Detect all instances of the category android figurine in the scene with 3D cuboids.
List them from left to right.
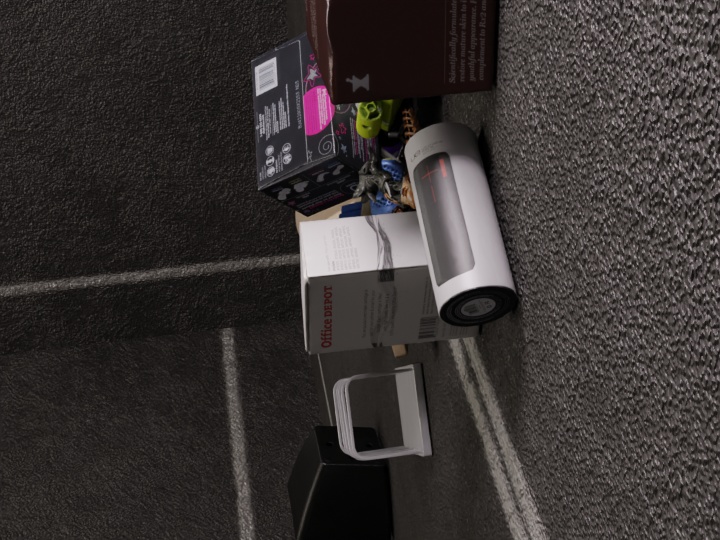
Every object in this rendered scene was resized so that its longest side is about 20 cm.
[{"bbox_3d":[0.042,-0.247,1.329,0.200,0.041,0.183,105,-173,-79],"label":"android figurine"}]

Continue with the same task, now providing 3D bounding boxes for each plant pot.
[{"bbox_3d":[-0.036,0.433,2.254,0.200,0.198,0.179,-108,25,-61],"label":"plant pot"}]

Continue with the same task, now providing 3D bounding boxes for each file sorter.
[{"bbox_3d":[0.031,0.228,1.735,0.200,0.123,0.140,133,130,-80],"label":"file sorter"}]

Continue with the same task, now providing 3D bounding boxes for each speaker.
[{"bbox_3d":[0.099,-0.049,1.105,0.081,0.080,0.201,96,167,-59],"label":"speaker"}]

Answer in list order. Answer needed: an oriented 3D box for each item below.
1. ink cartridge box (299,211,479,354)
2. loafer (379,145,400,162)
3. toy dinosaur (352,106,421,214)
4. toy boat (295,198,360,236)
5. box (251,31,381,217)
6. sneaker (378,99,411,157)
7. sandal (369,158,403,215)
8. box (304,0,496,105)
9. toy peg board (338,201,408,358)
[{"bbox_3d":[0.033,0.011,1.200,0.147,0.198,0.083,93,170,-52],"label":"ink cartridge box"},{"bbox_3d":[0.012,-0.136,1.517,0.200,0.069,0.075,49,166,17],"label":"loafer"},{"bbox_3d":[0.072,-0.103,1.339,0.136,0.101,0.202,40,125,49],"label":"toy dinosaur"},{"bbox_3d":[-0.015,-0.108,1.851,0.199,0.130,0.132,-30,58,35],"label":"toy boat"},{"bbox_3d":[-0.059,-0.194,1.439,0.114,0.131,0.202,27,-130,-50],"label":"box"},{"bbox_3d":[0.035,-0.208,1.533,0.201,0.069,0.100,91,168,-48],"label":"sneaker"},{"bbox_3d":[0.050,-0.049,1.427,0.087,0.079,0.202,-7,-98,-61],"label":"sandal"},{"bbox_3d":[0.033,-0.284,1.088,0.201,0.163,0.167,-108,14,-57],"label":"box"},{"bbox_3d":[0.000,0.000,1.569,0.200,0.097,0.201,-83,-22,-64],"label":"toy peg board"}]
